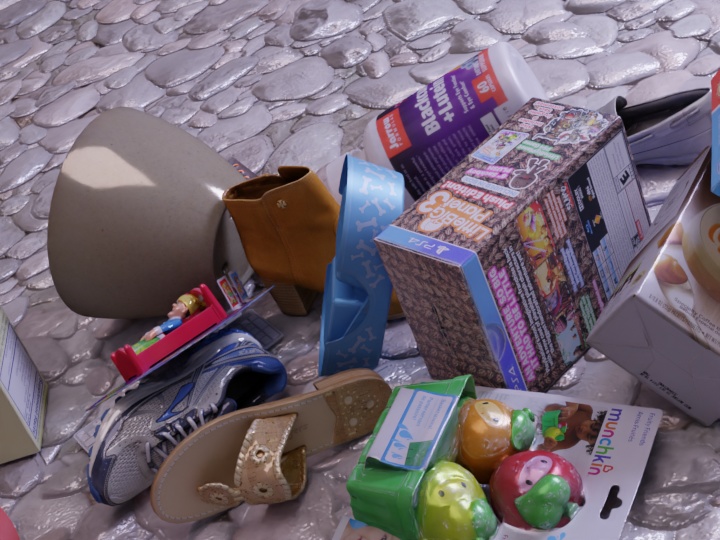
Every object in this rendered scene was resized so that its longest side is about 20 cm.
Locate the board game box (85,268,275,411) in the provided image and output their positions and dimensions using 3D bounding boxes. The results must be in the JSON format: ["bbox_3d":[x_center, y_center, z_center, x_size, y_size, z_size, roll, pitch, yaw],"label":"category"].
[{"bbox_3d":[-0.164,0.052,1.440,0.158,0.039,0.200,-32,2,20],"label":"board game box"}]

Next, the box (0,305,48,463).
[{"bbox_3d":[-0.399,0.086,1.475,0.176,0.200,0.097,-18,34,8],"label":"box"}]

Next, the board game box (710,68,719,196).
[{"bbox_3d":[0.361,-0.072,1.277,0.040,0.200,0.153,-55,14,39],"label":"board game box"}]

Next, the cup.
[{"bbox_3d":[-0.173,-0.040,1.544,0.143,0.201,0.200,13,46,22],"label":"cup"}]

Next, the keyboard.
[{"bbox_3d":[-0.161,0.102,1.483,0.200,0.011,0.056,-36,36,-18],"label":"keyboard"}]

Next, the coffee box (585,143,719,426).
[{"bbox_3d":[0.269,0.002,1.266,0.114,0.080,0.200,35,52,0],"label":"coffee box"}]

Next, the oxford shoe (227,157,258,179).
[{"bbox_3d":[-0.117,-0.065,1.629,0.071,0.073,0.200,-42,38,-25],"label":"oxford shoe"}]

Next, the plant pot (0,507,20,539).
[{"bbox_3d":[-0.349,0.255,1.247,0.200,0.201,0.177,-10,26,19],"label":"plant pot"}]

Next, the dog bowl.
[{"bbox_3d":[0.000,0.000,1.378,0.049,0.200,0.112,6,36,-5],"label":"dog bowl"}]

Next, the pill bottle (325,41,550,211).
[{"bbox_3d":[0.072,-0.109,1.502,0.200,0.111,0.112,-31,32,16],"label":"pill bottle"}]

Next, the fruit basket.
[{"bbox_3d":[0.098,0.146,1.204,0.200,0.094,0.185,3,42,28],"label":"fruit basket"}]

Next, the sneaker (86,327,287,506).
[{"bbox_3d":[-0.141,0.124,1.388,0.085,0.077,0.200,21,54,41],"label":"sneaker"}]

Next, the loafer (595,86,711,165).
[{"bbox_3d":[0.232,-0.127,1.514,0.199,0.070,0.070,-10,36,18],"label":"loafer"}]

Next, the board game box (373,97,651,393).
[{"bbox_3d":[0.132,-0.013,1.338,0.200,0.160,0.097,-41,38,-26],"label":"board game box"}]

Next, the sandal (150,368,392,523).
[{"bbox_3d":[-0.061,0.145,1.309,0.211,0.078,0.070,-26,28,-13],"label":"sandal"}]

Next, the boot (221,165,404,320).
[{"bbox_3d":[-0.015,-0.029,1.459,0.201,0.144,0.071,-6,38,23],"label":"boot"}]
